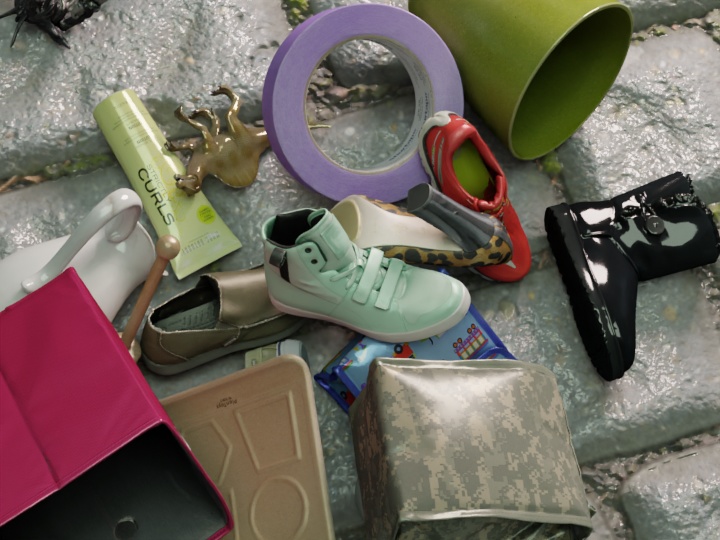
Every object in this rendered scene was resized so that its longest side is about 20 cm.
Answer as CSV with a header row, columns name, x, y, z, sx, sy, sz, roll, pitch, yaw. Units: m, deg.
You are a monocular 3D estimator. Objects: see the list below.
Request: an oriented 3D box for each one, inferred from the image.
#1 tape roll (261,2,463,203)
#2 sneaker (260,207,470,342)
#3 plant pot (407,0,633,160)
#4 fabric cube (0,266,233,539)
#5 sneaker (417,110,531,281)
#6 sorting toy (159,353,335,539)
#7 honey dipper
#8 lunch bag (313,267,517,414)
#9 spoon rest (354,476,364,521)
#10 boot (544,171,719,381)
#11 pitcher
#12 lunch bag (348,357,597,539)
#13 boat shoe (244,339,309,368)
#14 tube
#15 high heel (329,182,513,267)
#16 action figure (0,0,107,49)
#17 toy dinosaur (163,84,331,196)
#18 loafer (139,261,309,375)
name,x,y,z,sx,sy,sz,roll,pitch,yaw
tape roll,0.002,-0.168,1.424,0.198,0.066,0.202,-2,97,-13
sneaker,0.000,0.000,1.286,0.198,0.119,0.074,7,55,14
plant pot,0.150,-0.251,1.470,0.187,0.188,0.200,-39,64,-18
fabric cube,-0.257,0.162,1.207,0.199,0.197,0.200,-32,51,-9
sneaker,0.119,-0.064,1.399,0.077,0.085,0.201,-35,115,-10
sorting toy,-0.107,0.198,1.295,0.184,0.036,0.202,-21,71,27
honey dipper,-0.204,0.039,1.302,0.038,0.201,0.038,17,43,-17
lunch bag,0.080,0.126,1.370,0.150,0.094,0.200,-42,93,-17
spoon rest,0.084,0.242,1.320,0.199,0.100,0.061,32,24,10
boot,0.295,0.001,1.435,0.166,0.077,0.202,-13,66,-7
pitcher,-0.281,0.012,1.313,0.200,0.172,0.121,-39,73,-19
lunch bag,0.101,0.171,1.249,0.198,0.118,0.165,2,54,-17
boat shoe,-0.076,0.165,1.345,0.061,0.072,0.202,-9,63,10
tube,-0.202,-0.091,1.429,0.058,0.052,0.201,-35,80,18
high heel,0.048,-0.022,1.388,0.142,0.199,0.072,28,61,-35
action figure,-0.302,-0.319,1.473,0.119,0.102,0.200,47,70,-1
toy dinosaur,-0.134,-0.135,1.455,0.199,0.058,0.102,-30,84,-35
loafer,-0.124,0.037,1.369,0.199,0.070,0.075,-27,59,-15
